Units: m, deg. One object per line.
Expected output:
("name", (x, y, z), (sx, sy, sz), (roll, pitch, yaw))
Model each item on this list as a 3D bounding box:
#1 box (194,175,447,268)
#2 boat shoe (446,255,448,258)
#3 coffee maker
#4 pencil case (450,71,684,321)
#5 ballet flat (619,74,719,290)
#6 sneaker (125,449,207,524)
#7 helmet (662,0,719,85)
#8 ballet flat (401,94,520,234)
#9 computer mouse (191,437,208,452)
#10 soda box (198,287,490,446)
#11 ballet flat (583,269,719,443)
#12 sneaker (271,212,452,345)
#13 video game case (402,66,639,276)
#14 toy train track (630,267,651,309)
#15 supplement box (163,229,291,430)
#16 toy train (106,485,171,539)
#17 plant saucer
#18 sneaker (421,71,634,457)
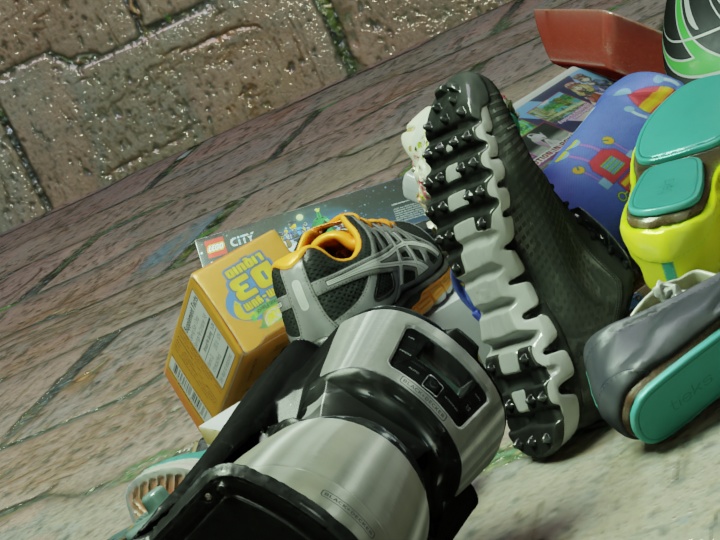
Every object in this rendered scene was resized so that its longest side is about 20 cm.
("box", (-0.007, -0.009, 1.390), (0.200, 0.038, 0.137), (-17, -21, -3))
("boat shoe", (0.105, -0.024, 1.311), (0.200, 0.070, 0.066), (-30, 48, -32))
("coffee maker", (-0.041, 0.120, 0.872), (0.192, 0.135, 0.200), (-22, 11, 23))
("pencil case", (0.132, -0.035, 1.163), (0.200, 0.078, 0.087), (-46, -8, -38))
("ballet flat", (0.181, -0.041, 1.092), (0.067, 0.067, 0.200), (-12, 22, 22))
("sneaker", (-0.035, 0.115, 1.065), (0.200, 0.071, 0.080), (-9, 16, 38))
("helmet", (0.279, -0.143, 1.220), (0.200, 0.191, 0.200), (1, -26, 1))
("ballet flat", (0.053, -0.058, 1.151), (0.076, 0.064, 0.200), (-42, -19, -11))
("computer mouse", (-0.015, 0.073, 1.263), (0.200, 0.044, 0.110), (-34, 0, -26))
("soda box", (0.010, 0.070, 1.170), (0.200, 0.064, 0.068), (-31, 12, -23))
("ballet flat", (0.195, 0.011, 0.986), (0.200, 0.073, 0.073), (-30, 11, -9))
("sneaker", (0.000, 0.000, 1.154), (0.078, 0.077, 0.200), (-24, 11, 16))
("video game case", (0.158, -0.063, 1.301), (0.182, 0.023, 0.200), (25, 40, 31))
("toy train track", (0.160, 0.023, 1.142), (0.200, 0.033, 0.115), (-34, 15, -4))
("supplement box", (-0.077, 0.046, 1.291), (0.066, 0.069, 0.200), (-30, -11, -20))
("toy train", (-0.123, 0.178, 0.954), (0.114, 0.085, 0.200), (-33, 6, 41))
("plant saucer", (0.230, -0.134, 1.420), (0.200, 0.200, 0.037), (-140, 70, -78))
("sneaker", (0.094, -0.010, 1.041), (0.090, 0.200, 0.066), (-17, -1, -30))
